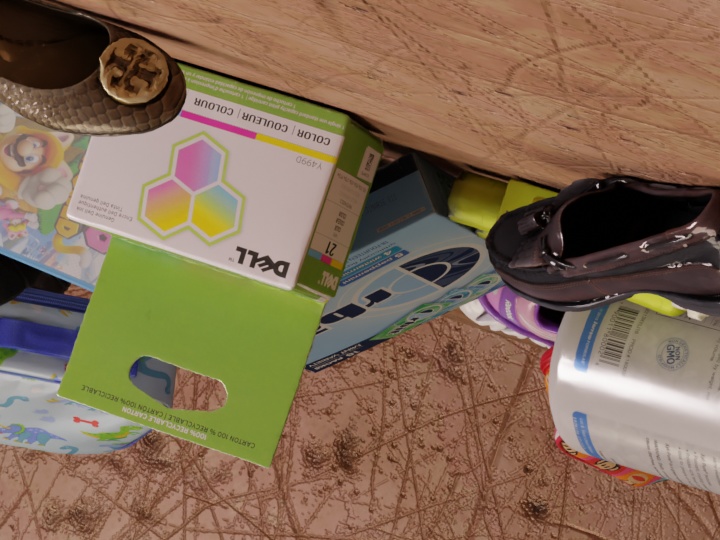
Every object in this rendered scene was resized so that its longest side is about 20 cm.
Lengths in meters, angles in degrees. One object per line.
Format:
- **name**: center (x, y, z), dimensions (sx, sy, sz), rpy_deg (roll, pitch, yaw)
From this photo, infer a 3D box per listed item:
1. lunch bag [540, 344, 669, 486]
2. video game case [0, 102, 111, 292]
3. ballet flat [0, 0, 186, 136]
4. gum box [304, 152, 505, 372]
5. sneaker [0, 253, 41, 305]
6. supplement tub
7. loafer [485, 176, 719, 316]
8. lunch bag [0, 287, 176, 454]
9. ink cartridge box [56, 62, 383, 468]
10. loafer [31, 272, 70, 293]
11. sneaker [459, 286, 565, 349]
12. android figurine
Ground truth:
- **lunch bag**: center (0.233, 0.081, 1.830), dimensions (0.176, 0.082, 0.200), rpy_deg (-20, 157, 21)
- **video game case**: center (-0.147, -0.051, 1.624), dimensions (0.200, 0.143, 0.018), rpy_deg (24, -154, -26)
- **ballet flat**: center (-0.185, -0.124, 1.393), dimensions (0.200, 0.067, 0.046), rpy_deg (21, 147, 11)
- **gum box**: center (0.000, 0.000, 1.651), dimensions (0.170, 0.045, 0.200), rpy_deg (-26, 163, 15)
- **sneaker**: center (-0.264, -0.031, 1.722), dimensions (0.115, 0.201, 0.076), rpy_deg (-15, 121, 19)
- **supplement tub**: center (0.229, 0.073, 1.643), dimensions (0.200, 0.132, 0.132), rpy_deg (16, 176, 31)
- **loafer**: center (0.128, -0.021, 1.306), dimensions (0.063, 0.072, 0.200), rpy_deg (44, 158, -32)
- **lunch bag**: center (-0.230, 0.064, 1.828), dimensions (0.200, 0.083, 0.161), rpy_deg (11, 159, -18)
- **ink cartridge box**: center (-0.091, -0.006, 1.506), dimensions (0.148, 0.200, 0.076), rpy_deg (17, 177, 17)
- **loafer**: center (-0.286, -0.003, 1.878), dimensions (0.073, 0.072, 0.200), rpy_deg (15, 173, 41)
- **sneaker**: center (0.166, 0.030, 1.877), dimensions (0.200, 0.081, 0.088), rpy_deg (21, 169, -28)
- **android figurine**: center (0.153, -0.008, 1.537), dimensions (0.200, 0.041, 0.182), rpy_deg (19, 178, 18)
